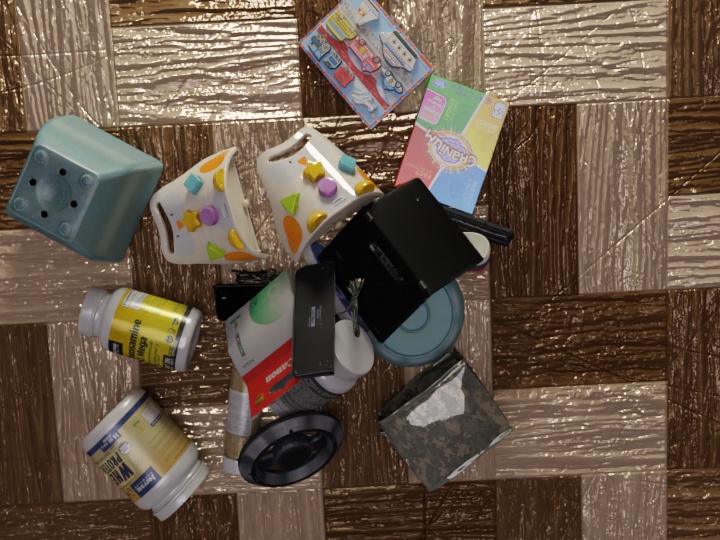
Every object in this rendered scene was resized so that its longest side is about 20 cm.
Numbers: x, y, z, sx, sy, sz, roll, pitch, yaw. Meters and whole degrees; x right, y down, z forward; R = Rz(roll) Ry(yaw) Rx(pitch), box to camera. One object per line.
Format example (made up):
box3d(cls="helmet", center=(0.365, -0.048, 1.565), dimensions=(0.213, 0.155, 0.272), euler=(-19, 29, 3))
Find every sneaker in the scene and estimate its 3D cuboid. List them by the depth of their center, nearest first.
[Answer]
box3d(cls="sneaker", center=(0.000, 0.000, 1.460), dimensions=(0.145, 0.081, 0.202), euler=(-33, 81, 3))
box3d(cls="sneaker", center=(0.134, -0.036, 1.475), dimensions=(0.196, 0.085, 0.076), euler=(18, 69, 20))

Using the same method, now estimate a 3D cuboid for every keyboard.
box3d(cls="keyboard", center=(-0.051, 0.075, 1.355), dimensions=(0.124, 0.021, 0.204), euler=(-10, 60, 16))
box3d(cls="keyboard", center=(-0.165, 0.039, 1.503), dimensions=(0.194, 0.040, 0.106), euler=(-1, 121, -2))

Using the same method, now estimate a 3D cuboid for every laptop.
box3d(cls="laptop", center=(0.066, -0.020, 1.413), dimensions=(0.200, 0.115, 0.189), euler=(-45, 73, 24))

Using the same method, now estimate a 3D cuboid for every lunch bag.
box3d(cls="lunch bag", center=(0.144, 0.270, 1.488), dimensions=(0.199, 0.118, 0.165), euler=(-37, 98, -1))

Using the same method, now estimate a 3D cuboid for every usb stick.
box3d(cls="usb stick", center=(0.175, -0.088, 1.471), dimensions=(0.195, 0.055, 0.033), euler=(19, 97, -3))

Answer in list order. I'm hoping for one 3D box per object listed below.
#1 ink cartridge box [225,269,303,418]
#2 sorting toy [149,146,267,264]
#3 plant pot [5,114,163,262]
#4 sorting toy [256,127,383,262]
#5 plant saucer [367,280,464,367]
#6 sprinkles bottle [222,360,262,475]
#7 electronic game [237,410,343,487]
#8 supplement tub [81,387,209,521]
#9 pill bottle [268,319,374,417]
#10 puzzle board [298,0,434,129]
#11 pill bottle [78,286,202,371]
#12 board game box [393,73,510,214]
box3d(cls="ink cartridge box", center=(-0.156, 0.122, 1.414), dimensions=(0.160, 0.202, 0.050), euler=(-38, 129, 20))
box3d(cls="sorting toy", center=(-0.281, -0.090, 1.460), dimensions=(0.176, 0.107, 0.205), euler=(-13, 98, 21))
box3d(cls="plant pot", center=(-0.474, -0.133, 1.384), dimensions=(0.193, 0.200, 0.200), euler=(27, 96, -2))
box3d(cls="sorting toy", center=(-0.083, -0.153, 1.423), dimensions=(0.198, 0.107, 0.181), euler=(-35, 73, -15))
box3d(cls="plant saucer", center=(0.093, 0.077, 1.507), dimensions=(0.194, 0.027, 0.206), euler=(0, 98, 0))
box3d(cls="sprinkles bottle", center=(-0.210, 0.262, 1.507), dimensions=(0.066, 0.068, 0.206), euler=(6, 98, -1))
box3d(cls="electronic game", center=(-0.122, 0.318, 1.477), dimensions=(0.196, 0.042, 0.203), euler=(-17, 139, -15))
box3d(cls="supplement tub", center=(-0.377, 0.326, 1.476), dimensions=(0.144, 0.144, 0.200), euler=(-42, 96, 5))
box3d(cls="pill bottle", center=(-0.073, 0.171, 1.432), dimensions=(0.199, 0.114, 0.115), euler=(-34, 98, 38))
box3d(cls="puzzle board", center=(0.009, -0.369, 1.432), dimensions=(0.150, 0.017, 0.201), euler=(-41, 85, 5))
box3d(cls="pill bottle", center=(-0.385, 0.098, 1.462), dimensions=(0.195, 0.113, 0.115), euler=(16, 97, -2))
box3d(cls="board game box", center=(0.158, -0.220, 1.461), dimensions=(0.150, 0.040, 0.205), euler=(18, 97, -3))
